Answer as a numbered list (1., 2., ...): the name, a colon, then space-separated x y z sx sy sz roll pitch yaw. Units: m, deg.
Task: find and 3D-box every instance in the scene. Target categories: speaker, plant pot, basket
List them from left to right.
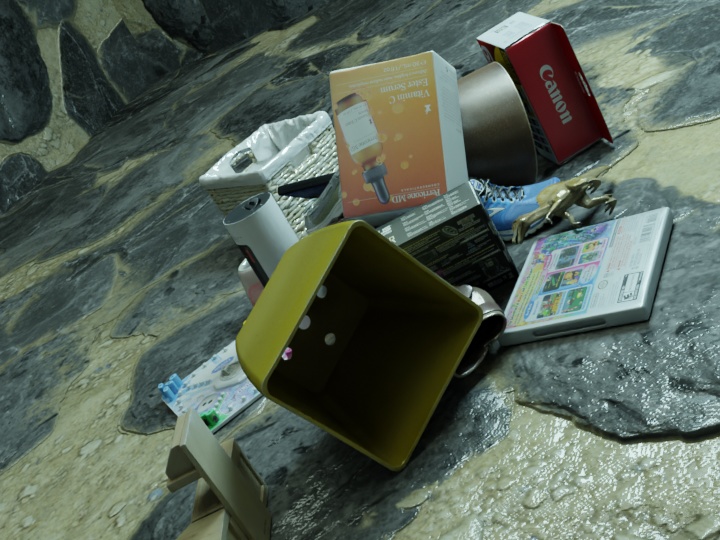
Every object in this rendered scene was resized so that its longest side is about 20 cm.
1. speaker: -0.112 -0.010 1.489 0.081 0.201 0.081 -25 23 12
2. basket: -0.141 -0.161 1.885 0.199 0.161 0.198 -3 35 49
3. plant pot: -0.023 0.070 1.148 0.176 0.200 0.201 15 73 59
4. plant pot: 0.129 -0.180 1.515 0.199 0.188 0.187 -19 23 -3

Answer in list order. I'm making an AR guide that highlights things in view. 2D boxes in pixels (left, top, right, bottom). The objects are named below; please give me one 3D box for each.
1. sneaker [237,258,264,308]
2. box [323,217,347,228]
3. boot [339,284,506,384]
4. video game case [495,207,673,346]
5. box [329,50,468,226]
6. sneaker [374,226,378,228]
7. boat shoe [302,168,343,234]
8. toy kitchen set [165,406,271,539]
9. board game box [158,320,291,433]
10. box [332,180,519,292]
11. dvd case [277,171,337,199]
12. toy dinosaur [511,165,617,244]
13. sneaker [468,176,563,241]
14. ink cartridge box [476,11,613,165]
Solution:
1. sneaker: -0.098 -0.019 1.618 0.200 0.105 0.075 -31 21 -5
2. box: 0.000 0.000 1.463 0.075 0.100 0.200 -28 23 5
3. boot: 0.074 0.093 1.219 0.200 0.070 0.146 -49 33 -9
4. video game case: 0.266 0.006 1.229 0.181 0.024 0.200 -15 29 34
5. box: 0.054 -0.172 1.398 0.151 0.201 0.106 -9 -7 21
6. sneaker: 0.019 -0.085 1.676 0.083 0.081 0.200 6 -10 -32
7. boat shoe: -0.041 -0.104 1.595 0.074 0.065 0.202 -25 -3 -21
8. toy kitchen set: -0.213 0.265 1.101 0.180 0.164 0.200 -26 23 10
9. board game box: -0.182 0.142 1.490 0.200 0.026 0.200 -37 23 -15
10. box: 0.080 -0.005 1.297 0.199 0.160 0.044 -27 48 10
11. dvd case: -0.016 -0.134 1.706 0.142 0.018 0.199 -10 -8 43
12. toy dinosaur: 0.277 -0.102 1.348 0.200 0.058 0.101 -34 27 -21
13. sneaker: 0.183 -0.088 1.434 0.199 0.089 0.079 -19 25 19
14. ink cartridge box: 0.273 -0.268 1.547 0.084 0.201 0.176 -31 22 -1
